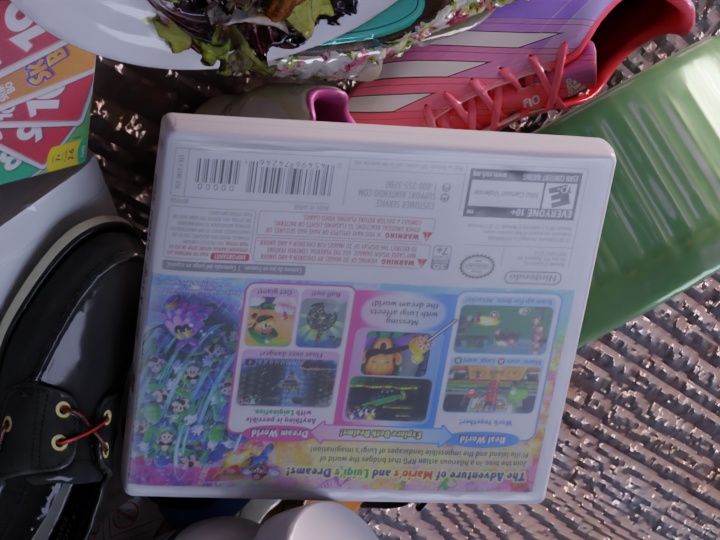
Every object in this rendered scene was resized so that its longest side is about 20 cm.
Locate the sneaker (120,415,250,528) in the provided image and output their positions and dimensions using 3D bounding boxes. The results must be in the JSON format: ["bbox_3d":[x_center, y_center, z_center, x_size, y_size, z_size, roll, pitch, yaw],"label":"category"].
[{"bbox_3d":[-0.040,0.030,1.132,0.200,0.070,0.078,-54,149,-21],"label":"sneaker"}]

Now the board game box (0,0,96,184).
[{"bbox_3d":[-0.198,-0.065,0.955,0.199,0.030,0.096,-15,134,-31],"label":"board game box"}]

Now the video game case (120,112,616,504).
[{"bbox_3d":[0.001,0.021,1.044,0.199,0.024,0.183,2,118,-13],"label":"video game case"}]

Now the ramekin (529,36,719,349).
[{"bbox_3d":[0.125,-0.033,1.167,0.199,0.098,0.200,-30,179,0],"label":"ramekin"}]

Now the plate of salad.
[{"bbox_3d":[-0.046,-0.139,0.887,0.199,0.048,0.201,-10,142,-8],"label":"plate of salad"}]

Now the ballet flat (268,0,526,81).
[{"bbox_3d":[0.018,-0.121,1.072,0.199,0.076,0.064,-23,146,-23],"label":"ballet flat"}]

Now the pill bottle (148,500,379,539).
[{"bbox_3d":[-0.084,0.182,1.103,0.199,0.117,0.116,-22,154,29],"label":"pill bottle"}]

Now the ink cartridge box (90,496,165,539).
[{"bbox_3d":[-0.138,0.154,1.222,0.160,0.050,0.201,-19,118,-31],"label":"ink cartridge box"}]

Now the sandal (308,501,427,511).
[{"bbox_3d":[0.014,0.107,1.268,0.207,0.059,0.079,-46,144,-22],"label":"sandal"}]

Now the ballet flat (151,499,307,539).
[{"bbox_3d":[-0.068,0.135,1.188,0.070,0.065,0.201,21,93,-6],"label":"ballet flat"}]

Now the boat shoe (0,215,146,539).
[{"bbox_3d":[-0.135,0.074,1.057,0.073,0.063,0.202,9,111,-46],"label":"boat shoe"}]

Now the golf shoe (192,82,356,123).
[{"bbox_3d":[0.000,0.000,1.075,0.200,0.091,0.075,53,47,-17],"label":"golf shoe"}]

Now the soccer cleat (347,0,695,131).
[{"bbox_3d":[0.069,-0.094,1.140,0.200,0.076,0.067,-36,143,-13],"label":"soccer cleat"}]

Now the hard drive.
[{"bbox_3d":[-0.152,0.049,1.090,0.132,0.026,0.201,-37,139,-19],"label":"hard drive"}]
